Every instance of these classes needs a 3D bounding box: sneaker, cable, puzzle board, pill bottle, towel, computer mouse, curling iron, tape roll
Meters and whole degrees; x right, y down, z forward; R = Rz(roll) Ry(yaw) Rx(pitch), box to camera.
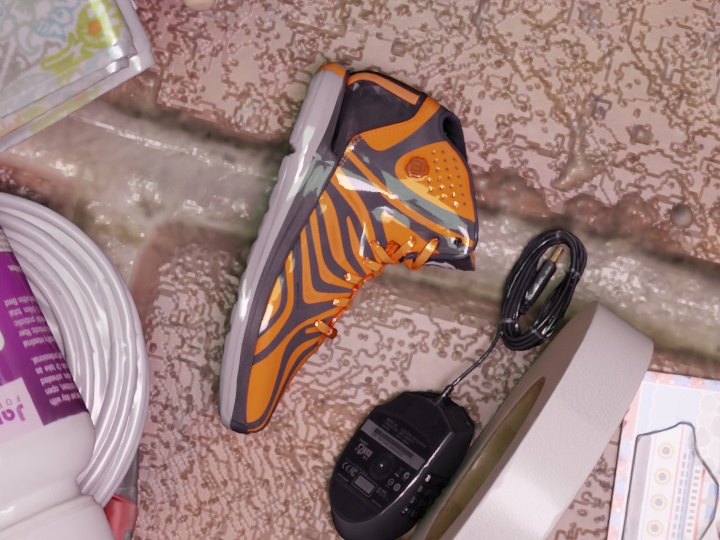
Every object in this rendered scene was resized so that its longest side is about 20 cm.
[{"bbox_3d":[0.000,0.000,1.291,0.112,0.078,0.200,19,91,0],"label":"sneaker"},{"bbox_3d":[-0.204,0.057,1.289,0.200,0.069,0.200,-16,85,4],"label":"cable"},{"bbox_3d":[0.204,0.161,1.326,0.151,0.017,0.200,8,91,0],"label":"puzzle board"},{"bbox_3d":[-0.194,0.060,1.196,0.112,0.112,0.200,-27,84,1],"label":"pill bottle"},{"bbox_3d":[-0.212,-0.149,1.231,0.171,0.048,0.200,-27,91,19],"label":"towel"},{"bbox_3d":[0.055,0.064,1.315,0.200,0.059,0.034,-50,134,-3],"label":"computer mouse"},{"bbox_3d":[-0.138,0.124,1.319,0.050,0.026,0.200,11,91,-2],"label":"curling iron"},{"bbox_3d":[0.072,0.106,1.232,0.037,0.203,0.203,34,91,-1],"label":"tape roll"}]

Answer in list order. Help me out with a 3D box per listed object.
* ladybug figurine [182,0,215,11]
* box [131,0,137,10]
[{"bbox_3d":[-0.083,-0.222,1.269,0.136,0.072,0.200,-9,73,25],"label":"ladybug figurine"},{"bbox_3d":[-0.228,-0.135,1.301,0.200,0.048,0.122,-29,92,0],"label":"box"}]
